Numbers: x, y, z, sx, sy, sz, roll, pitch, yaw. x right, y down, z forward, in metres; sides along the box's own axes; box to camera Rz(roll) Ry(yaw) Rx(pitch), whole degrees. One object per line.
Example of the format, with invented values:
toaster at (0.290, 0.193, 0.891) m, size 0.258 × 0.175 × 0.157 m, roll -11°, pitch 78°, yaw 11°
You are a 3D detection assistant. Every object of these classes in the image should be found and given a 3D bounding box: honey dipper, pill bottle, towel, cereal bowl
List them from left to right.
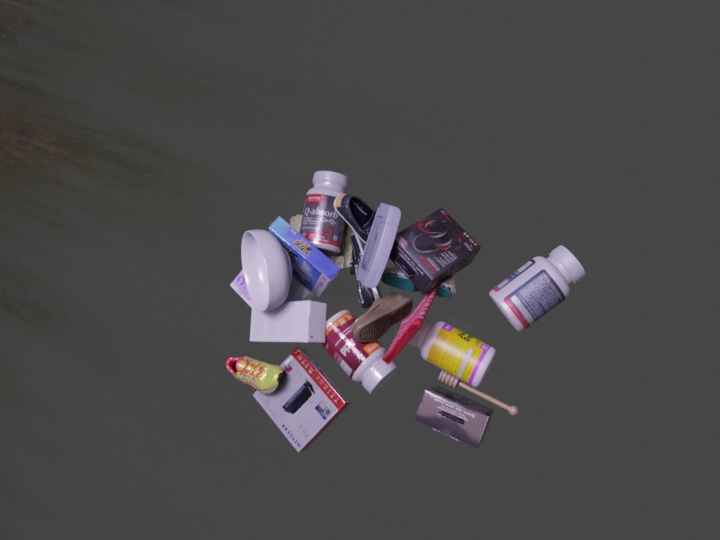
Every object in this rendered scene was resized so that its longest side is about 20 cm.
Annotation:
cereal bowl at (-0.222, -0.004, 1.296) m, size 0.083 × 0.200 × 0.201 m, roll -10°, pitch 72°, yaw -28°
towel at (-0.110, -0.077, 1.467) m, size 0.199 × 0.036 × 0.150 m, roll 5°, pitch 82°, yaw 17°
pill bottle at (-0.093, -0.150, 1.394) m, size 0.115 × 0.116 × 0.202 m, roll 6°, pitch 83°, yaw 18°
pill bottle at (-0.007, 0.206, 1.339) m, size 0.114 × 0.114 × 0.200 m, roll -47°, pitch 71°, yaw 4°
towel at (0.120, 0.124, 1.253) m, size 0.022 × 0.200 × 0.145 m, roll 37°, pitch 120°, yaw 1°
pill bottle at (0.216, 0.190, 1.278) m, size 0.199 × 0.104 × 0.105 m, roll 27°, pitch 88°, yaw 20°
honey dipper at (0.283, 0.294, 1.274) m, size 0.199 × 0.038 × 0.038 m, roll 25°, pitch 88°, yaw 18°
pill bottle at (0.414, 0.039, 1.238) m, size 0.200 × 0.120 × 0.120 m, roll -38°, pitch 71°, yaw 7°

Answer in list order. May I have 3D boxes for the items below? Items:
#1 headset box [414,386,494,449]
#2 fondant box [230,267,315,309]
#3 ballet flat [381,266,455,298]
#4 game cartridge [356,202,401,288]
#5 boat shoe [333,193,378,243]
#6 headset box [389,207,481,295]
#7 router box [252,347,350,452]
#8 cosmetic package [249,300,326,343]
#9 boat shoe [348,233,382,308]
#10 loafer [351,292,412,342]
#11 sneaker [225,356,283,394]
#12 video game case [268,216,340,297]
headset box at (0.215, 0.327, 1.202) m, size 0.148 × 0.200 × 0.078 m, roll 19°, pitch 86°, yaw 20°
fondant box at (-0.244, 0.054, 1.472) m, size 0.200 × 0.058 × 0.144 m, roll 42°, pitch 94°, yaw 21°
ballet flat at (0.151, 0.022, 1.361) m, size 0.199 × 0.072 × 0.072 m, roll 14°, pitch 84°, yaw 17°
game cartridge at (0.044, -0.061, 1.284) m, size 0.041 × 0.133 × 0.201 m, roll 17°, pitch 98°, yaw -10°
boat shoe at (0.016, -0.124, 1.364) m, size 0.062 × 0.200 × 0.075 m, roll -1°, pitch 54°, yaw 53°
headset box at (0.170, -0.045, 1.301) m, size 0.199 × 0.075 × 0.149 m, roll -30°, pitch 68°, yaw -29°
router box at (-0.154, 0.337, 1.394) m, size 0.180 × 0.049 × 0.200 m, roll -47°, pitch 70°, yaw 4°
cosmetic package at (-0.184, 0.132, 1.343) m, size 0.199 × 0.071 × 0.102 m, roll -4°, pitch 79°, yaw 36°
boat shoe at (0.000, 0.000, 1.397) m, size 0.060 × 0.076 × 0.201 m, roll -20°, pitch 75°, yaw 9°
loafer at (0.046, 0.114, 1.326) m, size 0.067 × 0.199 × 0.076 m, roll 31°, pitch 129°, yaw 36°
sneaker at (-0.282, 0.266, 1.387) m, size 0.199 × 0.090 × 0.079 m, roll -3°, pitch 55°, yaw 42°
video game case at (-0.154, -0.028, 1.366) m, size 0.200 × 0.181 × 0.045 m, roll 41°, pitch 68°, yaw 1°
